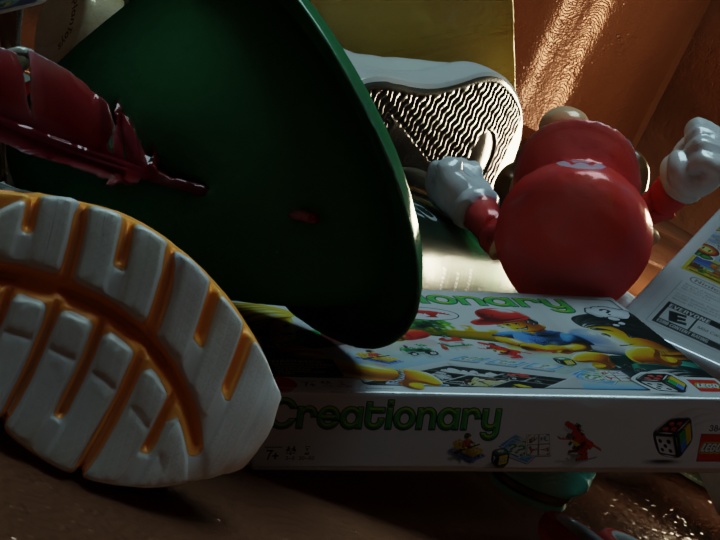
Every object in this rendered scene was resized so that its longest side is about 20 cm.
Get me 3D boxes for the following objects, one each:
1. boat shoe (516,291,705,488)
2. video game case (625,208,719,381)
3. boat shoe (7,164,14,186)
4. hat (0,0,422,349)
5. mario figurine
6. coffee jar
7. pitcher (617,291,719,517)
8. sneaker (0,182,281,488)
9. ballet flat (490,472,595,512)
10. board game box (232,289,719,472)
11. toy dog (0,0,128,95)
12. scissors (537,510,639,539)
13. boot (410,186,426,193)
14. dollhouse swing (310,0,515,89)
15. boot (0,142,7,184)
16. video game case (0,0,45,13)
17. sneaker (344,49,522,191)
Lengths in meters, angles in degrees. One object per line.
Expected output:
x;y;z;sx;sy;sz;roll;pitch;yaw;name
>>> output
0.142;0.064;1.079;0.200;0.062;0.072;42;-26;0;boat shoe
0.237;0.037;0.887;0.199;0.023;0.182;25;32;20;video game case
-0.127;-0.042;0.837;0.068;0.074;0.199;20;9;-23;boat shoe
-0.102;-0.020;0.650;0.201;0.175;0.166;57;-26;2;hat
0.103;-0.048;0.908;0.106;0.123;0.200;45;6;0;mario figurine
0.000;0.000;0.935;0.104;0.086;0.200;29;9;21;coffee jar
0.204;0.079;0.925;0.171;0.122;0.200;24;14;-46;pitcher
-0.117;0.004;0.603;0.199;0.079;0.077;28;-1;-4;sneaker
0.093;0.060;0.916;0.067;0.071;0.200;24;8;-1;ballet flat
0.036;0.042;0.760;0.198;0.035;0.126;2;17;-19;board game box
-0.138;-0.120;0.939;0.198;0.097;0.132;3;-18;33;toy dog
0.152;0.153;0.751;0.200;0.014;0.073;36;10;40;scissors
-0.021;-0.131;1.126;0.174;0.201;0.066;27;48;18;boot
-0.036;-0.142;1.047;0.175;0.201;0.182;-27;43;-24;dollhouse swing
-0.189;-0.045;0.729;0.106;0.076;0.200;4;21;-19;boot
-0.170;-0.106;0.648;0.199;0.023;0.182;-19;0;-31;video game case
0.014;-0.085;0.981;0.084;0.073;0.199;24;9;32;sneaker
